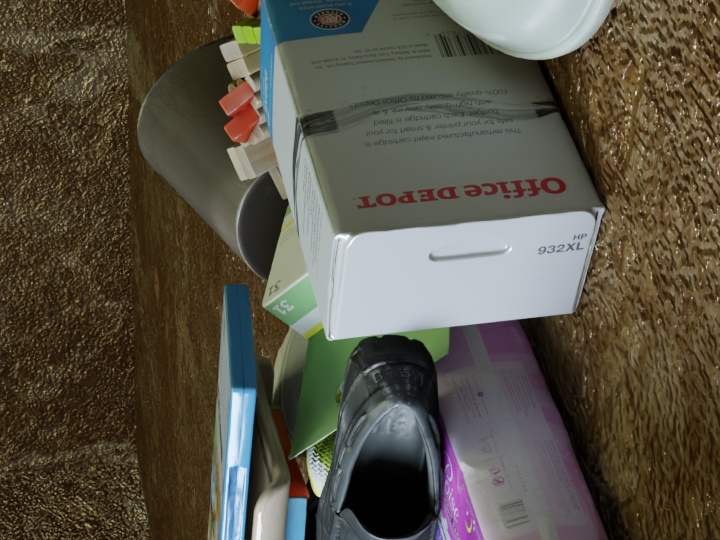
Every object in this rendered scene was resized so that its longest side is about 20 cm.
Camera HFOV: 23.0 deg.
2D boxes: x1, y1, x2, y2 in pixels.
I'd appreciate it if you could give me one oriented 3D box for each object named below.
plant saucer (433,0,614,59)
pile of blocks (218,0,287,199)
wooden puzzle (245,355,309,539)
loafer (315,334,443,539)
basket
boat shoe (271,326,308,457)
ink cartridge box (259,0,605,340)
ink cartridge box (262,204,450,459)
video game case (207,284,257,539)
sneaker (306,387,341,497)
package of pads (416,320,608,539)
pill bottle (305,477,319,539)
[{"bbox_3d":[0.053,-0.197,0.893,0.200,0.050,0.202,43,145,40],"label":"plant saucer"},{"bbox_3d":[-0.053,-0.116,1.087,0.082,0.062,0.201,35,143,37],"label":"pile of blocks"},{"bbox_3d":[-0.060,0.177,1.145,0.200,0.037,0.187,-104,19,-68],"label":"wooden puzzle"},{"bbox_3d":[0.011,0.132,0.985,0.071,0.067,0.202,-97,9,-58],"label":"loafer"},{"bbox_3d":[-0.065,-0.083,1.361,0.200,0.179,0.137,-124,21,-56],"label":"basket"},{"bbox_3d":[-0.001,0.033,1.229,0.201,0.072,0.068,-62,10,-21],"label":"boat shoe"},{"bbox_3d":[0.032,-0.067,0.979,0.084,0.144,0.201,97,162,-46],"label":"ink cartridge box"},{"bbox_3d":[0.000,0.000,1.083,0.145,0.048,0.201,-37,27,35],"label":"ink cartridge box"},{"bbox_3d":[-0.083,0.130,1.126,0.143,0.018,0.202,-104,18,-65],"label":"video game case"},{"bbox_3d":[0.020,0.077,1.145,0.105,0.075,0.201,78,-146,-53],"label":"sneaker"},{"bbox_3d":[0.081,0.132,0.999,0.201,0.075,0.121,-108,13,-48],"label":"package of pads"},{"bbox_3d":[0.012,0.206,1.165,0.200,0.111,0.113,-87,-1,-63],"label":"pill bottle"}]
